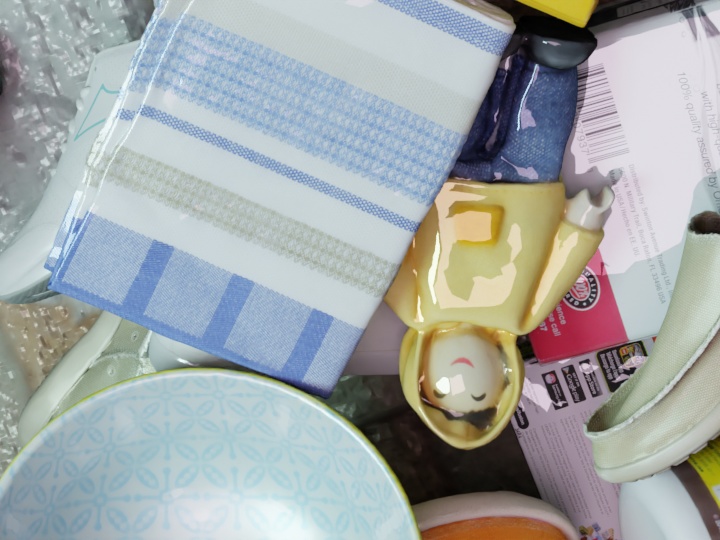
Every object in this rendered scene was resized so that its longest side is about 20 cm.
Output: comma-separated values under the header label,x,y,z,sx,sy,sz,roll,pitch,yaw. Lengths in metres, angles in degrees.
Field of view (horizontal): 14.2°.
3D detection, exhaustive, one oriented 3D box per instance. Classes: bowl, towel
label,x,y,z,sx,sy,sz,roll,pitch,yaw
bowl,-0.069,0.153,1.296,0.200,0.108,0.201,-1,72,2
towel,-0.037,-0.053,1.244,0.147,0.024,0.200,22,112,-9

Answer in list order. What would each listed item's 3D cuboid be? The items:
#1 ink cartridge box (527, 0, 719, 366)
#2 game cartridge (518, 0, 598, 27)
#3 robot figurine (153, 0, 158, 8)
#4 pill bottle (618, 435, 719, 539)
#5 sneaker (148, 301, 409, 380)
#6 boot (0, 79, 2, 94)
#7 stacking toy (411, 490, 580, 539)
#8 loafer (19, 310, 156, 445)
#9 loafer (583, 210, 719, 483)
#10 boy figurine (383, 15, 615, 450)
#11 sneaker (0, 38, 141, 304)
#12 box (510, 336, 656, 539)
label,x,y,z,sx,sy,sz,roll,pitch,yaw
ink cartridge box,0.158,-0.057,1.343,0.200,0.083,0.145,-15,103,13
game cartridge,0.026,-0.188,1.282,0.200,0.176,0.032,21,123,4
robot figurine,-0.137,-0.212,1.334,0.200,0.113,0.170,50,147,-6
pill bottle,0.228,0.112,1.342,0.200,0.109,0.109,-17,103,-12
sneaker,0.000,0.000,1.339,0.073,0.200,0.085,43,133,41
boot,-0.280,-0.062,1.353,0.165,0.200,0.066,29,139,1
stacking toy,0.058,0.216,1.342,0.146,0.146,0.200,-29,57,16
loafer,-0.087,0.033,1.402,0.068,0.076,0.200,47,118,18
loafer,0.164,0.010,1.283,0.068,0.076,0.200,41,101,-6
boy figurine,0.048,-0.016,1.291,0.124,0.064,0.200,8,105,-11
sneaker,-0.110,-0.061,1.404,0.200,0.070,0.080,-41,77,17
box,0.150,0.119,1.419,0.110,0.035,0.200,-18,102,14
